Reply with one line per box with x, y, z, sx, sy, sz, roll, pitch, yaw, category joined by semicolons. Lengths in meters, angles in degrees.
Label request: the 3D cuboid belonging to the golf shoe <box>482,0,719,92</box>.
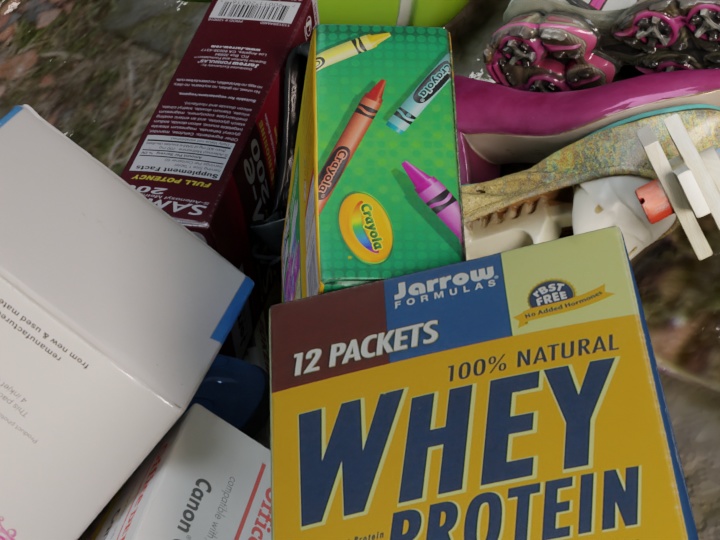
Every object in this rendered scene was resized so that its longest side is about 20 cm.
0.163;-0.141;0.919;0.200;0.073;0.092;4;53;36;golf shoe

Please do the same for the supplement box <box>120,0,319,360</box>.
-0.071;-0.056;0.940;0.061;0.109;0.200;7;46;14;supplement box

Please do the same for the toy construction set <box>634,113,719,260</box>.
0.221;-0.035;0.735;0.200;0.131;0.092;-17;44;20;toy construction set

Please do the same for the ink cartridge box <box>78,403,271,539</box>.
-0.089;0.140;0.742;0.200;0.067;0.117;-46;16;36;ink cartridge box

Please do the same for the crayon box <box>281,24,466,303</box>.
0.000;0.000;0.744;0.058;0.200;0.119;1;62;-6;crayon box

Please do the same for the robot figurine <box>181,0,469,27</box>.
-0.016;-0.197;1.028;0.200;0.175;0.116;1;87;-4;robot figurine

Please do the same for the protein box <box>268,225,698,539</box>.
0.060;0.133;0.622;0.135;0.199;0.200;-13;45;9;protein box

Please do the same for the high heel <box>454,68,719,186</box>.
0.116;-0.090;0.909;0.200;0.067;0.096;-21;52;35;high heel

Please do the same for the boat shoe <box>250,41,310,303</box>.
-0.025;-0.025;0.890;0.074;0.066;0.199;0;77;55;boat shoe

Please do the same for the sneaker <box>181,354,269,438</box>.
-0.141;0.064;0.892;0.200;0.078;0.066;-5;48;29;sneaker

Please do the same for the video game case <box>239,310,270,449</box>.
-0.140;0.080;0.951;0.200;0.023;0.182;-26;42;12;video game case

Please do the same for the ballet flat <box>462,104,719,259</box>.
0.099;-0.023;0.857;0.200;0.071;0.071;-16;44;29;ballet flat

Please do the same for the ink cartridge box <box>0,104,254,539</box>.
-0.174;0.059;0.787;0.200;0.145;0.147;-49;7;22;ink cartridge box
